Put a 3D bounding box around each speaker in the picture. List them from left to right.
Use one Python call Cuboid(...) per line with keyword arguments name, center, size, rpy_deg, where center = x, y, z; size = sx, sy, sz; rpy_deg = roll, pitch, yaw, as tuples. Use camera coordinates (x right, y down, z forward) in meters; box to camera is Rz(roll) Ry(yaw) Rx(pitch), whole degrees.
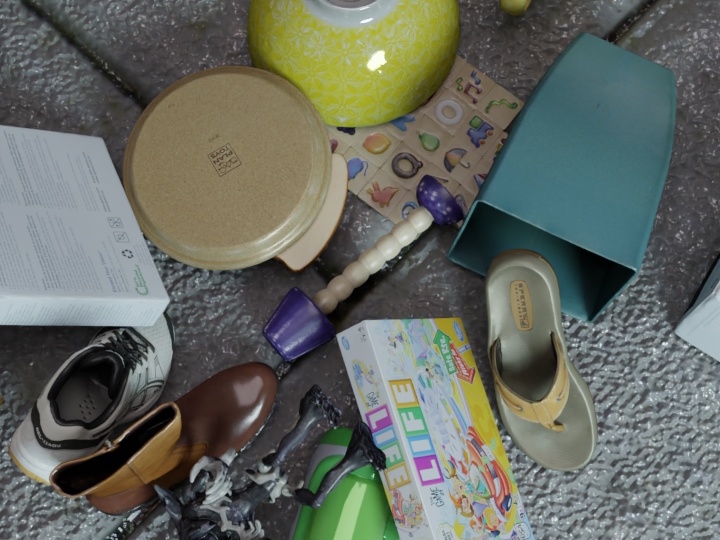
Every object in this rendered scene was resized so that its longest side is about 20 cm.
Cuboid(name="speaker", center=(-0.019, 0.233, 1.093), size=(0.088, 0.088, 0.201), rpy_deg=(16, 74, 3))

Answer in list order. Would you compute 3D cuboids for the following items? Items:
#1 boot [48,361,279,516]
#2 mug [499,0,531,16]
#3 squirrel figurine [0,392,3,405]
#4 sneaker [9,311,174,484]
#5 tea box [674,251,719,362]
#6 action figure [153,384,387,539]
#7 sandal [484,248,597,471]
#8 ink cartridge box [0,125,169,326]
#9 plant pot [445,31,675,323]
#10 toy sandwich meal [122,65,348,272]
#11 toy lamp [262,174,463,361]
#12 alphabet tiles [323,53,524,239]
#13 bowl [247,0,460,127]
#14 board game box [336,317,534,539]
Cuboid(name="boot", center=(-0.146, 0.118, 1.061), size=(0.188, 0.200, 0.069), rpy_deg=(-29, 77, -9))
Cuboid(name="mug", center=(0.173, -0.335, 1.222), size=(0.186, 0.153, 0.150), rpy_deg=(-31, 78, -9))
Cuboid(name="squirrel figurine", center=(-0.368, 0.057, 1.073), size=(0.141, 0.200, 0.187), rpy_deg=(-28, 68, -14))
Cuboid(name="sneaker", center=(-0.198, 0.086, 1.093), size=(0.076, 0.088, 0.200), rpy_deg=(35, 43, -3))
Cuboid(name="tea box", center=(0.407, 0.008, 1.142), size=(0.196, 0.134, 0.200), rpy_deg=(31, 76, 6))
Cuboid(name="action figure", center=(-0.082, 0.179, 1.036), size=(0.200, 0.102, 0.119), rpy_deg=(-42, 97, 9))
Cuboid(name="sandal", center=(0.143, 0.081, 1.118), size=(0.080, 0.054, 0.201), rpy_deg=(-10, 109, 14))
Cuboid(name="ink cartridge box", center=(-0.275, -0.040, 1.099), size=(0.199, 0.041, 0.200), rpy_deg=(5, 44, -39))
Cuboid(name="plant pot", center=(0.185, -0.088, 1.163), size=(0.141, 0.141, 0.200), rpy_deg=(24, 69, 2))
Cuboid(name="toy sandwich meal", center=(-0.107, -0.085, 1.192), size=(0.204, 0.070, 0.206), rpy_deg=(-1, 76, 6))
Cuboid(name="toy lamp", center=(0.000, 0.000, 1.170), size=(0.200, 0.058, 0.058), rpy_deg=(-43, 80, -8))
Cuboid(name="alphabet tiles", center=(0.048, -0.129, 1.237), size=(0.200, 0.006, 0.167), rpy_deg=(37, 77, 8))
Cuboid(name="bowl", center=(-0.008, -0.241, 1.209), size=(0.199, 0.108, 0.201), rpy_deg=(-1, 72, 2))
Cuboid(name="board game box", center=(0.062, 0.138, 1.103), size=(0.034, 0.134, 0.201), rpy_deg=(-28, 73, 35))
